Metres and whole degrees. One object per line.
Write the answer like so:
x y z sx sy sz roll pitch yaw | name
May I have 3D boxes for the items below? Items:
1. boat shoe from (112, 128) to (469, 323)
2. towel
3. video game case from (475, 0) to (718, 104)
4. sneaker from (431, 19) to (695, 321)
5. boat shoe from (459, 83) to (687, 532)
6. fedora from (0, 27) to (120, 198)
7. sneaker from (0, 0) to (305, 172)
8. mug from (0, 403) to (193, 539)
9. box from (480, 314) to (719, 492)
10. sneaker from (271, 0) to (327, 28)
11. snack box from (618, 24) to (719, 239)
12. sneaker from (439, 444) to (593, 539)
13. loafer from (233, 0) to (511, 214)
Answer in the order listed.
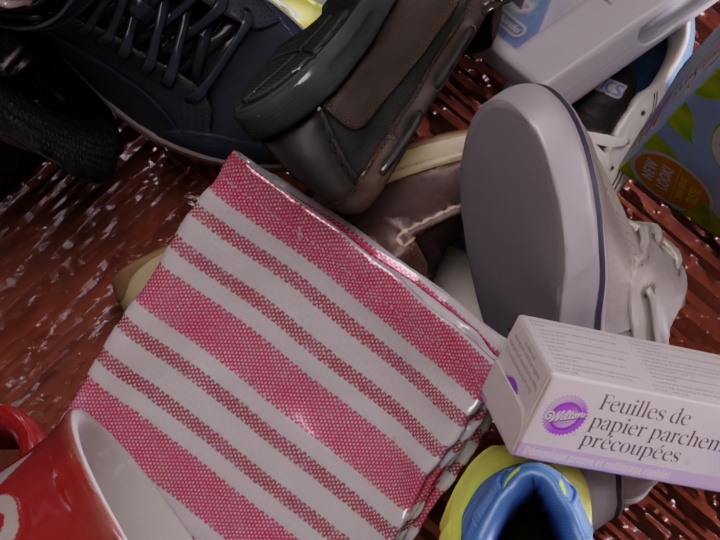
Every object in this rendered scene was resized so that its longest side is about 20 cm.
0.000 0.000 1.200 0.199 0.072 0.072 -21 80 10 | boat shoe
-0.048 0.074 1.158 0.146 0.030 0.200 35 95 14 | towel
0.095 -0.167 1.271 0.182 0.022 0.200 -35 45 -11 | video game case
0.081 -0.048 1.240 0.072 0.073 0.201 22 68 7 | sneaker
0.091 0.009 1.157 0.070 0.201 0.071 -27 34 -24 | boat shoe
-0.196 -0.079 1.211 0.201 0.200 0.092 44 102 17 | fedora
-0.092 -0.103 1.159 0.202 0.146 0.077 31 89 -3 | sneaker
-0.151 0.155 1.107 0.200 0.178 0.134 -35 108 2 | mug
0.143 0.059 1.136 0.199 0.039 0.041 11 29 -27 | box
-0.089 -0.114 1.266 0.199 0.078 0.091 22 76 13 | sneaker
0.220 -0.032 1.160 0.200 0.169 0.068 36 67 -1 | snack box
0.048 0.160 1.106 0.075 0.105 0.201 4 80 1 | sneaker
0.021 -0.096 1.187 0.063 0.072 0.200 52 49 -14 | loafer
